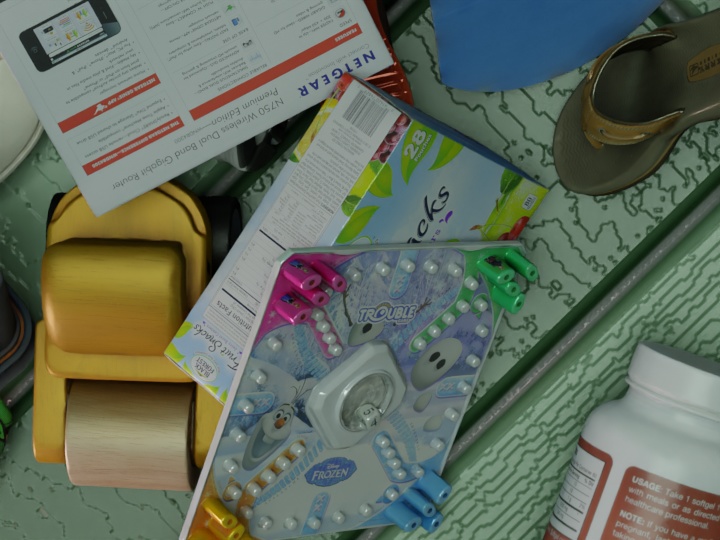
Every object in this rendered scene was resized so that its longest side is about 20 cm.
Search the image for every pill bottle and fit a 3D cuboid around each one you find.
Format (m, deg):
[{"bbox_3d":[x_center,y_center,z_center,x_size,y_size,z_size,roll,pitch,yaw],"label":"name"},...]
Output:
[{"bbox_3d":[0.175,0.150,1.582,0.112,0.112,0.200,20,96,4],"label":"pill bottle"}]

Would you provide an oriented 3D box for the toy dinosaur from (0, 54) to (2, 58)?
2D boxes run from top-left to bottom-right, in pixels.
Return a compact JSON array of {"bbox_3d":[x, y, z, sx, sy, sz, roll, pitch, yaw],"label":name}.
[{"bbox_3d":[-0.154,-0.149,1.569,0.200,0.047,0.088,-26,60,7],"label":"toy dinosaur"}]

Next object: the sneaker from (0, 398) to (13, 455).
[{"bbox_3d":[-0.310,0.065,1.649,0.200,0.078,0.085,34,90,-7],"label":"sneaker"}]

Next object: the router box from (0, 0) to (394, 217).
[{"bbox_3d":[-0.109,-0.154,1.496,0.200,0.049,0.180,-27,116,1],"label":"router box"}]

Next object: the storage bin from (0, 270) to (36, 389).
[{"bbox_3d":[-0.290,0.049,1.548,0.200,0.134,0.146,-39,82,-17],"label":"storage bin"}]

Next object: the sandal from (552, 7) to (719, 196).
[{"bbox_3d":[0.167,-0.104,1.539,0.054,0.200,0.080,0,74,-31],"label":"sandal"}]

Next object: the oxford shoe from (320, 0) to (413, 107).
[{"bbox_3d":[-0.020,-0.170,1.580,0.071,0.073,0.200,-13,106,-2],"label":"oxford shoe"}]

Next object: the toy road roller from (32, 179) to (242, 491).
[{"bbox_3d":[-0.142,0.039,1.587,0.123,0.146,0.200,2,95,6],"label":"toy road roller"}]

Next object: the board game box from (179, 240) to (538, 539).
[{"bbox_3d":[0.003,0.077,1.541,0.026,0.200,0.200,39,119,39],"label":"board game box"}]

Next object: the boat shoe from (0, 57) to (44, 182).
[{"bbox_3d":[-0.215,-0.131,1.633,0.067,0.057,0.200,27,101,-11],"label":"boat shoe"}]

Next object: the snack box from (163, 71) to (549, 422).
[{"bbox_3d":[0.000,0.000,1.557,0.068,0.169,0.200,36,97,34],"label":"snack box"}]

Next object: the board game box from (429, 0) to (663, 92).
[{"bbox_3d":[0.106,-0.190,1.543,0.158,0.200,0.039,-24,56,-8],"label":"board game box"}]

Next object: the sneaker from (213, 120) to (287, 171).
[{"bbox_3d":[-0.086,-0.165,1.604,0.090,0.078,0.200,9,84,28],"label":"sneaker"}]
